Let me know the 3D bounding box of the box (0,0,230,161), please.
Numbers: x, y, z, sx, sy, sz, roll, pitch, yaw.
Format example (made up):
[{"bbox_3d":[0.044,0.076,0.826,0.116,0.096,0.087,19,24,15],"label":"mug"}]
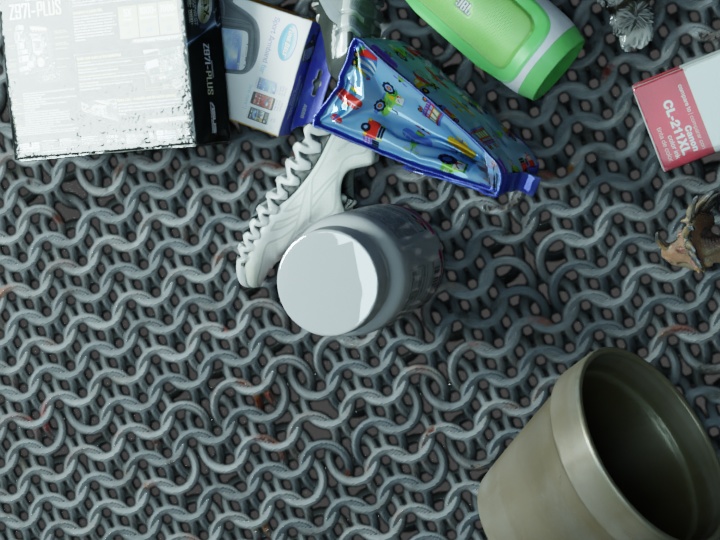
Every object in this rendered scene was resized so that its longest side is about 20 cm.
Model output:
[{"bbox_3d":[-0.239,-0.195,1.619,0.199,0.086,0.164,-4,95,19],"label":"box"}]

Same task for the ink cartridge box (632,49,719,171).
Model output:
[{"bbox_3d":[0.350,-0.163,1.446,0.200,0.146,0.083,-21,91,19],"label":"ink cartridge box"}]

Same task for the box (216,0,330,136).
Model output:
[{"bbox_3d":[-0.126,-0.212,1.646,0.200,0.041,0.119,20,102,16],"label":"box"}]

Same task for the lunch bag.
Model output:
[{"bbox_3d":[0.080,-0.129,1.532,0.200,0.151,0.094,31,104,12],"label":"lunch bag"}]

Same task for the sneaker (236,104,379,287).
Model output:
[{"bbox_3d":[-0.055,-0.060,1.628,0.081,0.075,0.200,32,107,0],"label":"sneaker"}]

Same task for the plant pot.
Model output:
[{"bbox_3d":[0.207,0.199,1.524,0.173,0.200,0.200,-39,84,33],"label":"plant pot"}]

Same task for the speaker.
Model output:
[{"bbox_3d":[0.109,-0.249,1.545,0.200,0.088,0.089,42,106,9],"label":"speaker"}]

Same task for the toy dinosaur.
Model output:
[{"bbox_3d":[0.351,-0.059,1.474,0.135,0.086,0.200,22,116,2],"label":"toy dinosaur"}]

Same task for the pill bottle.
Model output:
[{"bbox_3d":[0.000,0.000,1.545,0.113,0.200,0.114,2,96,17],"label":"pill bottle"}]

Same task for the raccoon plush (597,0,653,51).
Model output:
[{"bbox_3d":[0.195,-0.304,1.532,0.096,0.134,0.200,-18,123,4],"label":"raccoon plush"}]

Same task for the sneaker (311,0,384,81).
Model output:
[{"bbox_3d":[-0.039,-0.276,1.592,0.115,0.075,0.201,4,80,21],"label":"sneaker"}]
